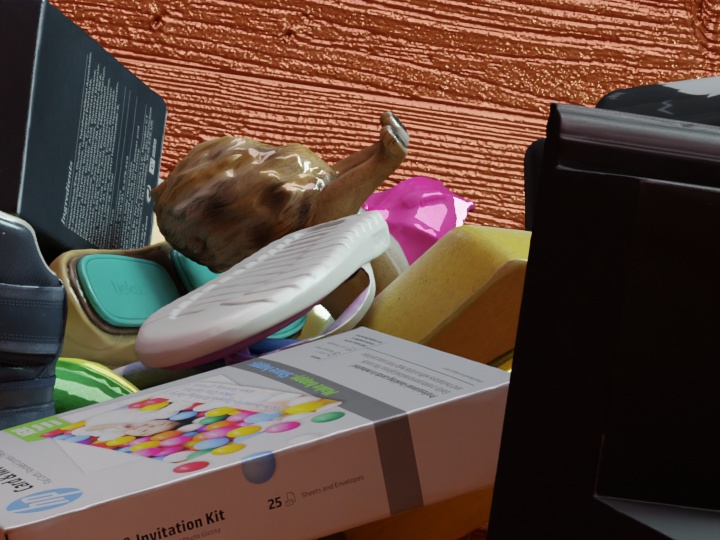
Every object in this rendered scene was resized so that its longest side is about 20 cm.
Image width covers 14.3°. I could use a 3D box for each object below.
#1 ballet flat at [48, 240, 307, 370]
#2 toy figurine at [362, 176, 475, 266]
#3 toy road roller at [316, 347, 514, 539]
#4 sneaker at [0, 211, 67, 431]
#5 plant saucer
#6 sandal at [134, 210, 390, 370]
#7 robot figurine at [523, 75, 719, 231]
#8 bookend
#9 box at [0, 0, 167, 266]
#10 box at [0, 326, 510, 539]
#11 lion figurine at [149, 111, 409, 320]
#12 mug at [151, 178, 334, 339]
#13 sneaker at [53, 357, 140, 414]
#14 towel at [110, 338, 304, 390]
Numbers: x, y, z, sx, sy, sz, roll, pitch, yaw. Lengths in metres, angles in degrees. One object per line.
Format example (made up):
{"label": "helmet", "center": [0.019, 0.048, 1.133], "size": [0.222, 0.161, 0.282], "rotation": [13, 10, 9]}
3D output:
{"label": "ballet flat", "center": [-0.103, 0.021, 1.403], "size": [0.063, 0.069, 0.200], "rotation": [-34, -20, 26]}
{"label": "toy figurine", "center": [0.059, 0.026, 1.515], "size": [0.184, 0.200, 0.150], "rotation": [5, 1, -32]}
{"label": "toy road roller", "center": [0.090, 0.097, 1.208], "size": [0.200, 0.146, 0.123], "rotation": [-29, 0, 4]}
{"label": "sneaker", "center": [-0.216, 0.026, 1.155], "size": [0.202, 0.146, 0.077], "rotation": [6, 4, -16]}
{"label": "plant saucer", "center": [0.047, 0.043, 1.332], "size": [0.200, 0.200, 0.048], "rotation": [5, 48, -54]}
{"label": "sandal", "center": [-0.029, 0.017, 1.260], "size": [0.082, 0.050, 0.203], "rotation": [-16, 9, 26]}
{"label": "robot figurine", "center": [0.183, -0.037, 1.414], "size": [0.200, 0.125, 0.150], "rotation": [-6, 20, 18]}
{"label": "bookend", "center": [0.102, 0.062, 0.735], "size": [0.092, 0.200, 0.199], "rotation": [8, 2, -12]}
{"label": "box", "center": [-0.196, -0.059, 1.395], "size": [0.148, 0.107, 0.200], "rotation": [4, -10, 13]}
{"label": "box", "center": [-0.056, 0.072, 1.066], "size": [0.200, 0.041, 0.156], "rotation": [-16, 12, -20]}
{"label": "lion figurine", "center": [0.000, 0.000, 1.399], "size": [0.200, 0.122, 0.072], "rotation": [48, 11, -15]}
{"label": "mug", "center": [-0.090, 0.047, 1.542], "size": [0.153, 0.150, 0.187], "rotation": [19, 45, 22]}
{"label": "sneaker", "center": [-0.179, 0.074, 1.251], "size": [0.200, 0.074, 0.084], "rotation": [12, 28, 5]}
{"label": "towel", "center": [-0.116, 0.059, 1.355], "size": [0.200, 0.024, 0.147], "rotation": [-16, -10, 31]}
